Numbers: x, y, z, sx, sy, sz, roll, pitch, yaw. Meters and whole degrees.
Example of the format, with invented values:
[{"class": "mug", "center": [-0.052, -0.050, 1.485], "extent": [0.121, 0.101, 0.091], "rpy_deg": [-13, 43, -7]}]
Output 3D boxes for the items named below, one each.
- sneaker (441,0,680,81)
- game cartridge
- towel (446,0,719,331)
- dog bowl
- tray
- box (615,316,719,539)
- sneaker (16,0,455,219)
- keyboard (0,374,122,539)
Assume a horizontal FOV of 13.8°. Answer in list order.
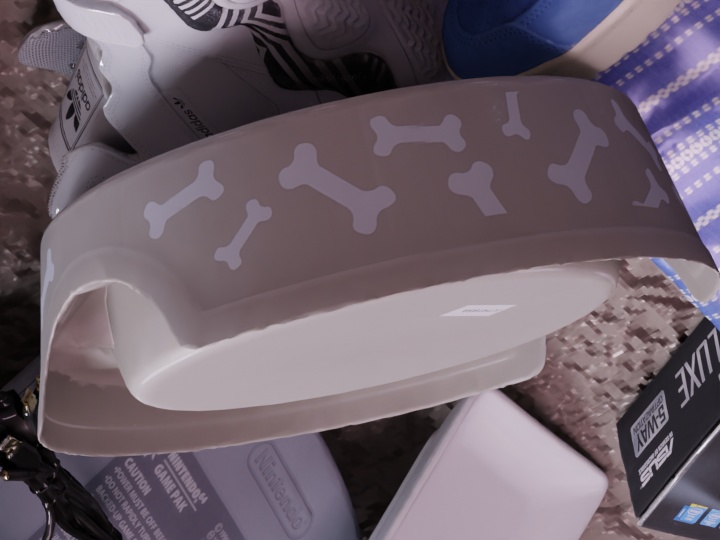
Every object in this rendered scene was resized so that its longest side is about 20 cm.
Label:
[{"class": "sneaker", "center": [0.061, -0.137, 0.784], "extent": [0.111, 0.077, 0.200], "rpy_deg": [22, 122, -37]}, {"class": "game cartridge", "center": [-0.068, 0.096, 0.994], "extent": [0.133, 0.040, 0.200], "rpy_deg": [-40, 137, -14]}, {"class": "towel", "center": [0.132, -0.050, 0.899], "extent": [0.145, 0.024, 0.200], "rpy_deg": [-34, 114, 26]}, {"class": "dog bowl", "center": [0.000, 0.000, 0.846], "extent": [0.199, 0.059, 0.200], "rpy_deg": [-13, 169, -3]}, {"class": "tray", "center": [0.009, 0.138, 1.041], "extent": [0.200, 0.022, 0.107], "rpy_deg": [-59, 143, -6]}, {"class": "box", "center": [0.214, 0.045, 1.037], "extent": [0.199, 0.050, 0.158], "rpy_deg": [16, 132, -24]}, {"class": "sneaker", "center": [-0.068, -0.071, 0.829], "extent": [0.115, 0.075, 0.200], "rpy_deg": [-34, 144, 26]}, {"class": "keyboard", "center": [-0.118, 0.105, 0.888], "extent": [0.127, 0.021, 0.200], "rpy_deg": [-50, 146, -15]}]
